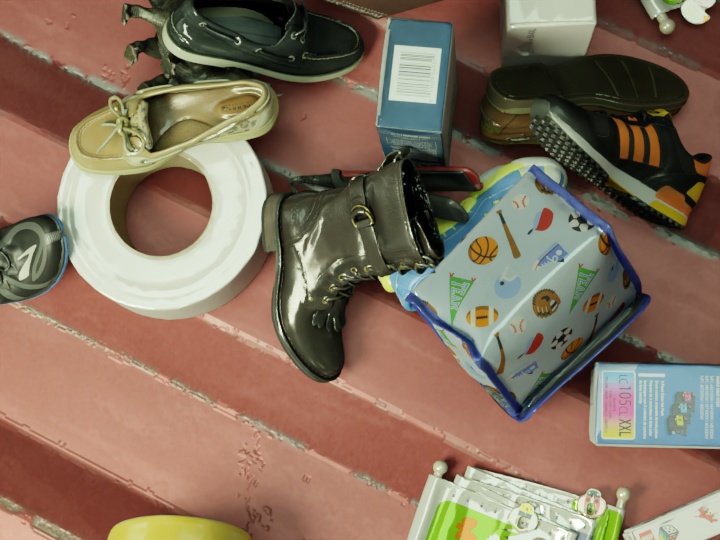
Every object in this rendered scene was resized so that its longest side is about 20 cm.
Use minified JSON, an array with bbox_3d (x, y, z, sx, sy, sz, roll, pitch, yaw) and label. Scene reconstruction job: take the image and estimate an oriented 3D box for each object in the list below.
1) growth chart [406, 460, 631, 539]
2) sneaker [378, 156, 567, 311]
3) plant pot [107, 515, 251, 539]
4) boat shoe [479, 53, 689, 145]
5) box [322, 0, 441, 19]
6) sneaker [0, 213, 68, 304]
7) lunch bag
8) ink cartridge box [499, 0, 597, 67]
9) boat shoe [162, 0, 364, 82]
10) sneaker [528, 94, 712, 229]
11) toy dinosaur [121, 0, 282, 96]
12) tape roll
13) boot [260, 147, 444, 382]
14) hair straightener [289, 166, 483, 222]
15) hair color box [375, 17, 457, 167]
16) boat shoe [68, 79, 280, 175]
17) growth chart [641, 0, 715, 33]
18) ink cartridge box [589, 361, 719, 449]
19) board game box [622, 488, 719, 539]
[{"bbox_3d":[0.138,0.253,1.557,0.199,0.018,0.145,10,83,8],"label":"growth chart"},{"bbox_3d":[0.111,-0.022,1.557,0.200,0.076,0.105,-31,40,9],"label":"sneaker"},{"bbox_3d":[-0.166,0.323,1.493,0.200,0.201,0.190,0,66,5],"label":"plant pot"},{"bbox_3d":[0.206,-0.155,1.593,0.199,0.068,0.072,0,46,-12],"label":"boat shoe"},{"bbox_3d":[0.036,-0.290,1.552,0.100,0.200,0.075,13,82,-31],"label":"box"},{"bbox_3d":[-0.357,0.004,1.587,0.199,0.083,0.071,-20,85,21],"label":"sneaker"},{"bbox_3d":[0.159,0.036,1.499,0.170,0.200,0.124,-43,58,-3],"label":"lunch bag"},{"bbox_3d":[0.170,-0.302,1.577,0.084,0.146,0.201,-2,82,2],"label":"ink cartridge box"},{"bbox_3d":[-0.082,-0.228,1.591,0.199,0.066,0.075,7,54,-20],"label":"boat shoe"},{"bbox_3d":[0.239,-0.120,1.547,0.200,0.070,0.090,34,83,-27],"label":"sneaker"},{"bbox_3d":[-0.173,-0.218,1.636,0.200,0.102,0.077,52,133,22],"label":"toy dinosaur"},{"bbox_3d":[-0.182,-0.057,1.609,0.202,0.071,0.203,-1,81,6],"label":"tape roll"},{"bbox_3d":[0.000,0.000,1.528,0.174,0.069,0.201,-8,100,37],"label":"boot"},{"bbox_3d":[0.013,-0.063,1.570,0.199,0.041,0.077,7,62,32],"label":"hair straightener"},{"bbox_3d":[0.053,-0.150,1.535,0.060,0.200,0.100,6,81,6],"label":"hair color box"},{"bbox_3d":[-0.175,-0.140,1.553,0.199,0.063,0.074,-16,81,3],"label":"boat shoe"},{"bbox_3d":[0.334,-0.329,1.623,0.200,0.018,0.145,-37,80,-1],"label":"growth chart"},{"bbox_3d":[0.304,0.120,1.502,0.199,0.136,0.077,3,86,5],"label":"ink cartridge box"},{"bbox_3d":[0.330,0.205,1.491,0.199,0.126,0.035,-23,79,2],"label":"board game box"}]
